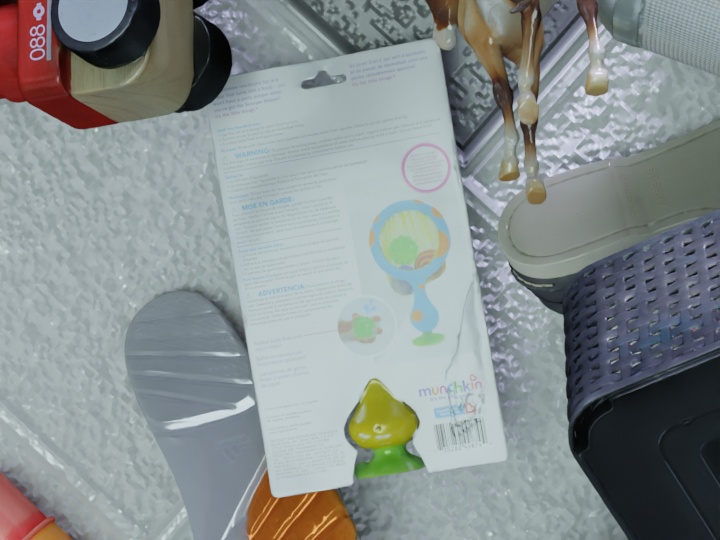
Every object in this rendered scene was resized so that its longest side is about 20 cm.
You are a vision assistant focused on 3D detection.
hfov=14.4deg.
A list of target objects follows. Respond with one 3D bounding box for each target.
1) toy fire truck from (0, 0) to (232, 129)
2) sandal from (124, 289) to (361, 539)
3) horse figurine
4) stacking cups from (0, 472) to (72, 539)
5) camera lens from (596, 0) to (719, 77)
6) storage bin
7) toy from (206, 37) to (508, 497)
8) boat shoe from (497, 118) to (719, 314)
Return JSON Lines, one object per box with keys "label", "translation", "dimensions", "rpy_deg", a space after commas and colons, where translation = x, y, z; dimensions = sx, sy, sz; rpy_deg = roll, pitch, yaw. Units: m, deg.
{"label": "toy fire truck", "translation": [-0.164, -0.146, 1.342], "dimensions": [0.200, 0.129, 0.177], "rpy_deg": [-8, 74, 22]}
{"label": "sandal", "translation": [-0.048, 0.104, 1.393], "dimensions": [0.079, 0.059, 0.207], "rpy_deg": [-28, 72, 10]}
{"label": "horse figurine", "translation": [0.068, -0.115, 1.234], "dimensions": [0.050, 0.200, 0.133], "rpy_deg": [-6, 72, -8]}
{"label": "stacking cups", "translation": [-0.127, 0.180, 1.433], "dimensions": [0.200, 0.060, 0.061], "rpy_deg": [47, 109, 7]}
{"label": "camera lens", "translation": [0.207, -0.147, 1.213], "dimensions": [0.200, 0.160, 0.160], "rpy_deg": [21, 106, 10]}
{"label": "storage bin", "translation": [0.195, 0.043, 1.180], "dimensions": [0.200, 0.094, 0.135], "rpy_deg": [-24, 123, 18]}
{"label": "toy", "translation": [0.000, 0.000, 1.355], "dimensions": [0.115, 0.047, 0.201], "rpy_deg": [-10, 86, 9]}
{"label": "boat shoe", "translation": [0.166, -0.023, 1.315], "dimensions": [0.199, 0.073, 0.063], "rpy_deg": [-12, 141, 12]}
